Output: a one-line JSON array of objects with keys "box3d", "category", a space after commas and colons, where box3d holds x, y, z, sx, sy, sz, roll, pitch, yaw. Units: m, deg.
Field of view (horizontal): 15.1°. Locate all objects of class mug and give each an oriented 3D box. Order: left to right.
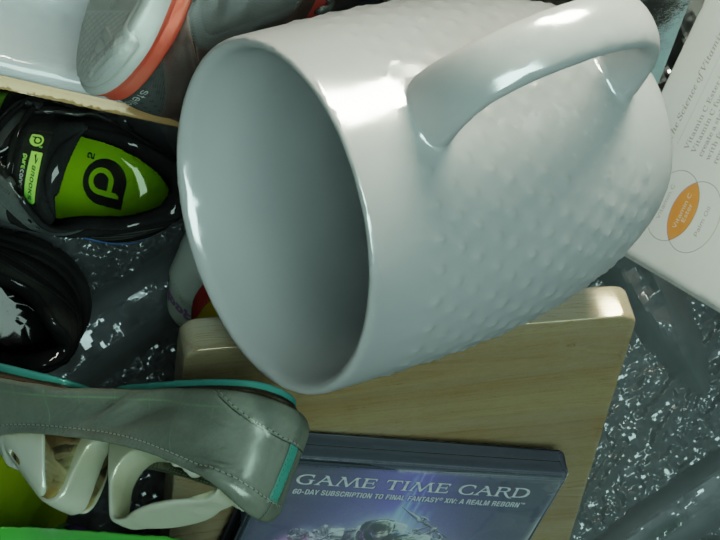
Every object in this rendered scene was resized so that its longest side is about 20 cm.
[{"box3d": [0.045, -0.052, 1.107, 0.175, 0.200, 0.148, -16, 73, -31], "category": "mug"}]

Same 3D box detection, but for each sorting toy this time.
[{"box3d": [0.007, 0.062, 1.262, 0.199, 0.070, 0.199, -4, 142, -11], "category": "sorting toy"}]

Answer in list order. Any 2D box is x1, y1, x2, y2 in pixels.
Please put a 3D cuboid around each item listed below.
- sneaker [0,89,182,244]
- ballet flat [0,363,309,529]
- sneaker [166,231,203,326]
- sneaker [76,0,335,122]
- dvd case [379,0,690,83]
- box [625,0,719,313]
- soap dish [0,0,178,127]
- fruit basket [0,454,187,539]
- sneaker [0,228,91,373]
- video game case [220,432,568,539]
[{"box3d": [-0.164, -0.056, 1.221, 0.199, 0.083, 0.071, 13, 83, -26], "category": "sneaker"}, {"box3d": [-0.109, 0.075, 1.155, 0.067, 0.200, 0.064, 28, 70, -47], "category": "ballet flat"}, {"box3d": [0.000, 0.000, 1.301, 0.199, 0.075, 0.100, 7, 138, -25], "category": "sneaker"}, {"box3d": [-0.039, -0.146, 1.167, 0.082, 0.077, 0.200, 29, 111, -28], "category": "sneaker"}, {"box3d": [0.075, -0.104, 1.230, 0.145, 0.200, 0.022, -11, 68, -10], "category": "dvd case"}, {"box3d": [0.227, -0.037, 1.253, 0.106, 0.200, 0.153, 20, 99, -35], "category": "box"}, {"box3d": [-0.134, -0.158, 1.221, 0.199, 0.081, 0.158, 12, 100, -14], "category": "soap dish"}, {"box3d": [-0.154, 0.143, 1.253, 0.155, 0.216, 0.216, 6, 101, -13], "category": "fruit basket"}, {"box3d": [-0.216, 0.001, 1.235, 0.199, 0.091, 0.076, 11, 101, -12], "category": "sneaker"}, {"box3d": [-0.002, 0.147, 1.286, 0.142, 0.019, 0.200, 5, 136, -19], "category": "video game case"}]
